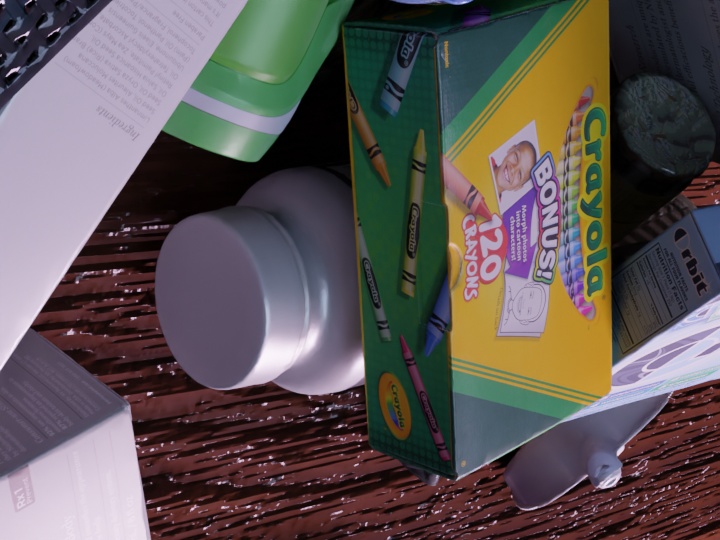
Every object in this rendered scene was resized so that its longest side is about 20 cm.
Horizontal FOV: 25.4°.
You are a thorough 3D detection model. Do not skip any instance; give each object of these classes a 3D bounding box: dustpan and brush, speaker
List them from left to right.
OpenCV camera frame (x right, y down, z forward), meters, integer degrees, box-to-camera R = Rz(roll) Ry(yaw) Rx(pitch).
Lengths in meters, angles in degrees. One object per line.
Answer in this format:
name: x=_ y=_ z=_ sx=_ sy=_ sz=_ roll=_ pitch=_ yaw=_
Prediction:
speaker: x=-0.035 y=-0.152 z=0.670 sx=0.088 sy=0.088 sz=0.201 roll=12 pitch=106 yaw=-51
dustpan and brush: x=0.145 y=0.109 z=0.992 sx=0.139 sy=0.057 sz=0.200 roll=-41 pitch=167 yaw=6

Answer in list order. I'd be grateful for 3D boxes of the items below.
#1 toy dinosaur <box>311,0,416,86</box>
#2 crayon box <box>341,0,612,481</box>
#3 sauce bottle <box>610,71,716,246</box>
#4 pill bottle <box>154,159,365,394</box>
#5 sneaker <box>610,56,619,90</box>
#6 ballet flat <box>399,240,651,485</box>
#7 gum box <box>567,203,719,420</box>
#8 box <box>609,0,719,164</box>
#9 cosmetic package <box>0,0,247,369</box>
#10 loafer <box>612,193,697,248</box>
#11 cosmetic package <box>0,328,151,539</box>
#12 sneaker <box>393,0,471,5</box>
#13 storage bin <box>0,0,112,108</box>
toy dinosaur: x=0.008 y=-0.133 z=0.762 sx=0.200 sy=0.047 sz=0.088 roll=-38 pitch=160 yaw=-29
crayon box: x=0.057 y=-0.022 z=0.724 sx=0.118 sy=0.058 sz=0.202 roll=-22 pitch=116 yaw=-42
sauce bottle: x=0.114 y=-0.036 z=0.867 sx=0.065 sy=0.065 sz=0.200 roll=-29 pitch=173 yaw=-32
pill bottle: x=0.000 y=0.000 z=0.796 sx=0.199 sy=0.110 sz=0.111 roll=-11 pitch=124 yaw=-43
sneaker: x=0.168 y=-0.160 z=0.904 sx=0.089 sy=0.067 sz=0.201 roll=-24 pitch=129 yaw=-29
ballet flat: x=0.099 y=0.050 z=0.940 sx=0.200 sy=0.057 sz=0.066 roll=-37 pitch=-178 yaw=10
gum box: x=0.183 y=0.017 z=0.830 sx=0.169 sy=0.045 sz=0.200 roll=-11 pitch=162 yaw=-30
box: x=0.224 y=-0.184 z=0.806 sx=0.199 sy=0.130 sz=0.201 roll=-40 pitch=129 yaw=-17
cosmetic package: x=-0.134 y=-0.071 z=0.604 sx=0.201 sy=0.101 sz=0.071 roll=-57 pitch=142 yaw=-2
loafer: x=0.133 y=0.027 z=1.001 sx=0.200 sy=0.076 sz=0.068 roll=-41 pitch=153 yaw=0
cosmetic package: x=-0.195 y=0.122 z=0.683 sx=0.200 sy=0.090 sz=0.107 roll=-33 pitch=137 yaw=-34
sneaker: x=0.016 y=-0.135 z=0.609 sx=0.199 sy=0.074 sz=0.083 roll=-19 pitch=133 yaw=-44
storage bin: x=-0.126 y=-0.153 z=0.523 sx=0.200 sy=0.135 sz=0.094 roll=-48 pitch=142 yaw=-13
